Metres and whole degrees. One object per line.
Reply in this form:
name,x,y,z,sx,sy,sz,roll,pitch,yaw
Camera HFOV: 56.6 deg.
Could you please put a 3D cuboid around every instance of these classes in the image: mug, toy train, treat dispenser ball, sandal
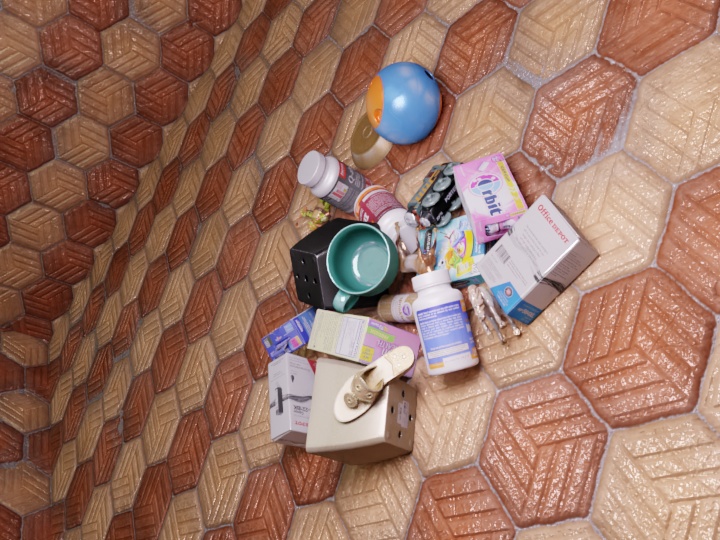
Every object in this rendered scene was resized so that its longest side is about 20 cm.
mug,-0.001,-0.012,1.505,0.183,0.114,0.155,-32,75,15
toy train,0.178,-0.175,1.553,0.113,0.086,0.201,-1,45,50
treat dispenser ball,0.110,-0.427,1.708,0.199,0.198,0.206,-26,52,40
sandal,0.018,0.220,1.357,0.210,0.070,0.078,-38,63,-1

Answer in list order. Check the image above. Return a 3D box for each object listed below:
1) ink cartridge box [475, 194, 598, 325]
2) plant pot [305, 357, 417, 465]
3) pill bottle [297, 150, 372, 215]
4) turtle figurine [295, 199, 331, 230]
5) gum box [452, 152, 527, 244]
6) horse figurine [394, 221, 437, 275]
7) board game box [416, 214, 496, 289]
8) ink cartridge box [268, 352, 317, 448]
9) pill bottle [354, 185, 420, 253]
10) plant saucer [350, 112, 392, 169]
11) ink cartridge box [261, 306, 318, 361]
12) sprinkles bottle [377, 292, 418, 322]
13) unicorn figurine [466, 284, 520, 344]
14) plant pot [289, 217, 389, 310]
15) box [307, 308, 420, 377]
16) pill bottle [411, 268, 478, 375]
ink cartridge box,0.342,-0.020,1.308,0.201,0.083,0.148,-48,41,22
plant pot,0.016,0.311,1.458,0.173,0.199,0.205,-7,65,32
pill bottle,-0.069,-0.240,1.829,0.115,0.198,0.119,-25,53,39
turtle figurine,-0.109,-0.179,1.959,0.199,0.064,0.164,15,76,61
gum box,0.275,-0.152,1.415,0.111,0.067,0.203,-16,45,5
horse figurine,0.117,-0.037,1.521,0.197,0.049,0.136,13,115,48
board game box,0.213,-0.037,1.505,0.197,0.046,0.155,-17,59,45
ink cartridge box,-0.152,0.329,1.679,0.083,0.142,0.204,-32,51,35
pill bottle,0.069,-0.121,1.671,0.114,0.112,0.201,-55,39,14
plant saucer,0.030,-0.392,1.922,0.198,0.035,0.205,-26,53,40
ink cartridge box,-0.165,0.160,1.741,0.135,0.199,0.077,-33,87,36
sprinkles bottle,0.125,0.085,1.533,0.197,0.067,0.070,-6,66,50
unicorn figurine,0.257,0.080,1.339,0.073,0.201,0.139,-28,59,1
plant pot,-0.063,-0.006,1.649,0.198,0.174,0.206,13,115,53
box,0.007,0.167,1.545,0.198,0.174,0.099,6,77,51
pill bottle,0.169,0.105,1.379,0.111,0.110,0.206,-19,82,43
